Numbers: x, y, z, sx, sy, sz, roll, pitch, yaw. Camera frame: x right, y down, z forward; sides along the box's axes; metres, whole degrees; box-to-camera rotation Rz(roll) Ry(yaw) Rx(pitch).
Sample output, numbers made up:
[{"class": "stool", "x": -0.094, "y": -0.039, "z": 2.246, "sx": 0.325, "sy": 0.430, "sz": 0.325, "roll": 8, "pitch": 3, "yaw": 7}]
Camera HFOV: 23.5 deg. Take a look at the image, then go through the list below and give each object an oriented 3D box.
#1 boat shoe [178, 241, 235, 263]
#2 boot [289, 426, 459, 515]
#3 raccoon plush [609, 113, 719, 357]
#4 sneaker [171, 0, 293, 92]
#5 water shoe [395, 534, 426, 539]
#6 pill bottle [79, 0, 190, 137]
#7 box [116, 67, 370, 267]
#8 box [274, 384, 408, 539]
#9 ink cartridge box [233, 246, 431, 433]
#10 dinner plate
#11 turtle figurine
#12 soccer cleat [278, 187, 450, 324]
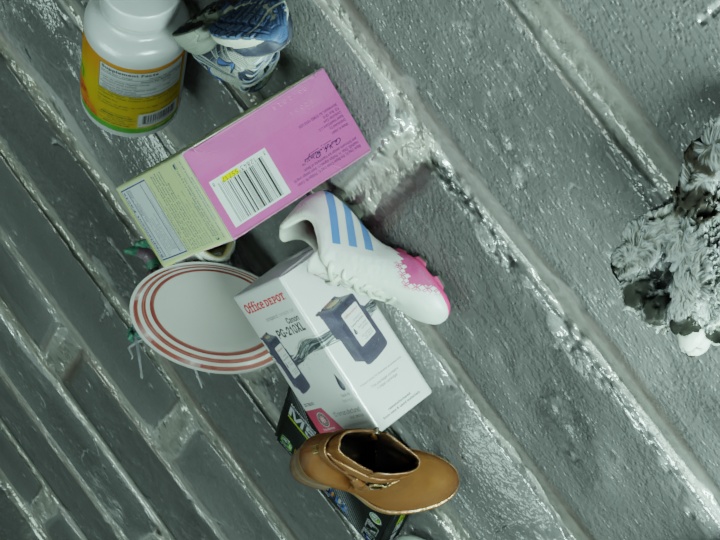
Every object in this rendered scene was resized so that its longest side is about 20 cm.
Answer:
[{"class": "boat shoe", "x": -0.177, "y": -0.035, "z": 1.988, "sx": 0.200, "sy": 0.071, "sz": 0.069, "roll": 99, "pitch": 149, "yaw": -54}, {"class": "boot", "x": 0.036, "y": 0.203, "z": 1.817, "sx": 0.200, "sy": 0.077, "sz": 0.155, "roll": 16, "pitch": 160, "yaw": -17}, {"class": "raccoon plush", "x": 0.280, "y": -0.020, "z": 1.273, "sx": 0.200, "sy": 0.134, "sz": 0.097, "roll": -55, "pitch": 51, "yaw": 29}, {"class": "sneaker", "x": -0.106, "y": -0.219, "z": 1.685, "sx": 0.085, "sy": 0.077, "sz": 0.200, "roll": 54, "pitch": 164, "yaw": -21}, {"class": "water shoe", "x": 0.096, "y": 0.399, "z": 2.043, "sx": 0.200, "sy": 0.079, "sz": 0.072, "roll": 45, "pitch": 152, "yaw": 20}, {"class": "pill bottle", "x": -0.237, "y": -0.238, "z": 1.821, "sx": 0.111, "sy": 0.111, "sz": 0.200, "roll": 47, "pitch": 153, "yaw": 16}, {"class": "box", "x": -0.119, "y": -0.098, "z": 1.709, "sx": 0.097, "sy": 0.176, "sz": 0.200, "roll": 59, "pitch": 154, "yaw": -8}, {"class": "box", "x": -0.015, "y": 0.219, "z": 2.057, "sx": 0.200, "sy": 0.047, "sz": 0.193, "roll": 47, "pitch": 155, "yaw": 15}, {"class": "ink cartridge box", "x": -0.033, "y": 0.079, "z": 1.878, "sx": 0.200, "sy": 0.084, "sz": 0.145, "roll": 58, "pitch": 153, "yaw": -5}, {"class": "dinner plate", "x": -0.172, "y": 0.052, "z": 2.039, "sx": 0.200, "sy": 0.024, "sz": 0.200, "roll": 3, "pitch": 139, "yaw": 3}, {"class": "turtle figurine", "x": -0.236, "y": 0.055, "z": 2.183, "sx": 0.150, "sy": 0.101, "sz": 0.200, "roll": -21, "pitch": 87, "yaw": 48}, {"class": "soccer cleat", "x": 0.000, "y": 0.000, "z": 1.727, "sx": 0.200, "sy": 0.086, "sz": 0.070, "roll": 41, "pitch": 151, "yaw": 26}]
